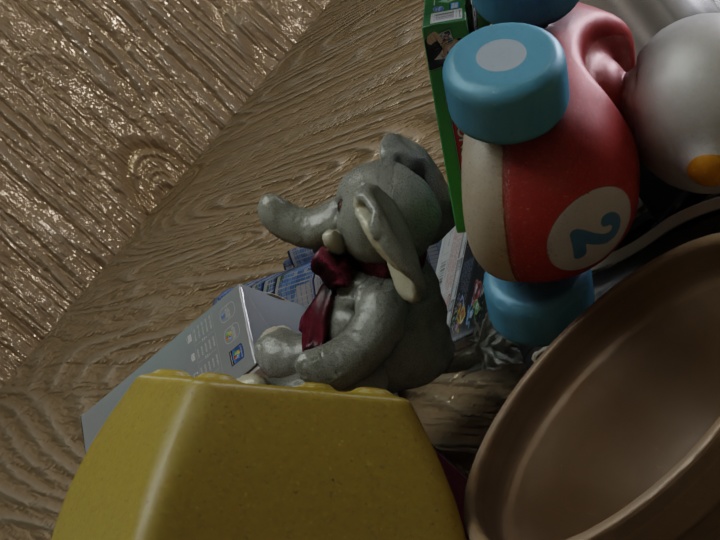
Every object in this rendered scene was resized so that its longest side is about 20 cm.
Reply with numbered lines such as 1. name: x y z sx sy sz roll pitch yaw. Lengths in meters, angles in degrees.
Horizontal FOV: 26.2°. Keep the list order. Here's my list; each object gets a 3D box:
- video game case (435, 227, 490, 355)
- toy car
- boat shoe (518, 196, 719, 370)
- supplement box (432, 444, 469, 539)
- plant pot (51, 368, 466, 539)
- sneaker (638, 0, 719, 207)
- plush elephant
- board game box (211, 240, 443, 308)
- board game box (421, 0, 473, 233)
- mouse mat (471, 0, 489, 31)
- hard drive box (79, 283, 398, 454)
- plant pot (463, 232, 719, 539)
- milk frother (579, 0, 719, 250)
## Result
1. video game case: 0.095 -0.040 1.129 0.182 0.023 0.201 143 140 -74
2. toy car: 0.159 -0.074 0.813 0.199 0.185 0.177 0 47 15
3. boat shoe: 0.178 0.009 0.915 0.199 0.074 0.061 -22 65 23
4. supplement box: -0.003 0.144 1.018 0.110 0.086 0.200 -48 15 -4
5. plant pot: -0.053 0.154 0.773 0.194 0.195 0.201 175 102 -68
6. sneaker: 0.190 -0.121 1.118 0.201 0.114 0.073 -47 16 4
7. plush elephant: 0.000 0.000 0.991 0.199 0.156 0.165 -10 11 13
8. board game box: 0.008 -0.003 1.273 0.199 0.062 0.199 -10 -7 -45
9. board game box: 0.067 -0.126 1.022 0.029 0.135 0.200 -9 24 8
10. mouse mat: 0.085 -0.105 0.981 0.007 0.161 0.201 -7 59 10
11. hard drive box: -0.095 0.111 1.201 0.200 0.156 0.077 -38 51 29
12. plant pot: 0.150 0.085 0.735 0.201 0.093 0.201 -43 14 14
13. milk frother: 0.159 -0.101 1.001 0.200 0.188 0.180 -39 -16 14
